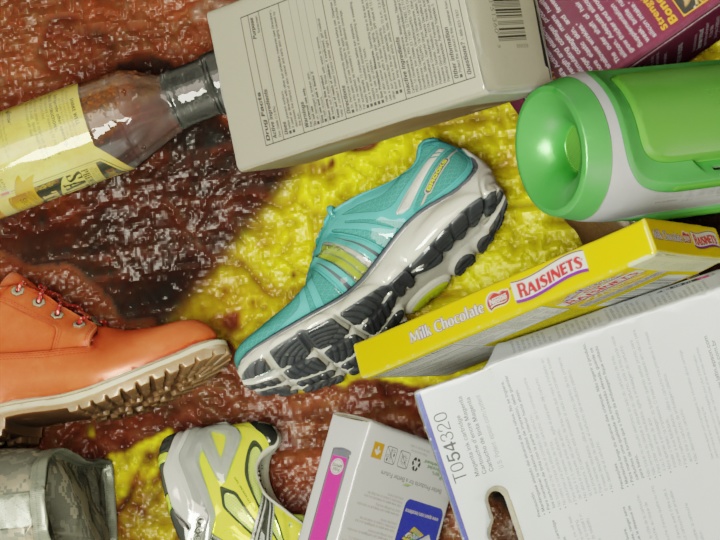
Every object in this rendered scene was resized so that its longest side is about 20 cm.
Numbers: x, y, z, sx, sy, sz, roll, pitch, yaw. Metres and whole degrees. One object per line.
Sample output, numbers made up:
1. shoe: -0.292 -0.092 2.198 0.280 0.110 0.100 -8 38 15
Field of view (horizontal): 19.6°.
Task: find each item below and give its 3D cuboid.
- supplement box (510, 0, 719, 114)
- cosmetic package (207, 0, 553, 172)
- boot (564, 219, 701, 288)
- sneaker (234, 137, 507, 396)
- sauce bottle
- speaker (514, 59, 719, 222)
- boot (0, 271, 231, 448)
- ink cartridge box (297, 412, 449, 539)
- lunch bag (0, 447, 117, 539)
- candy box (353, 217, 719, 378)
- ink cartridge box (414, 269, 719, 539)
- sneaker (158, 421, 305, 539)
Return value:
1. supplement box: 0.163 -0.176 1.264 0.199 0.086 0.111 -35 78 1
2. cosmetic package: 0.009 -0.131 1.231 0.199 0.071 0.106 -12 88 41
3. boot: 0.162 0.006 1.249 0.200 0.074 0.076 43 98 9
4. sneaker: 0.000 0.000 1.277 0.200 0.078 0.080 -41 59 -5
5. sauce bottle: -0.171 -0.086 1.304 0.198 0.066 0.067 -19 79 6
6. speaker: 0.191 -0.078 1.204 0.198 0.088 0.089 -8 78 -28
7. boot: -0.181 0.045 1.285 0.198 0.075 0.108 -13 75 6
8. ink cartridge box: -0.003 0.191 1.225 0.037 0.094 0.202 7 79 40
9. lunch bag: -0.236 0.161 1.207 0.162 0.200 0.119 -6 80 5
10. candy box: 0.102 0.019 1.196 0.199 0.102 0.027 -24 74 29
11. ink cartridge box: 0.152 0.122 1.209 0.198 0.043 0.198 -18 103 4
12. sneaker: -0.060 0.184 1.244 0.076 0.075 0.202 -19 81 4
